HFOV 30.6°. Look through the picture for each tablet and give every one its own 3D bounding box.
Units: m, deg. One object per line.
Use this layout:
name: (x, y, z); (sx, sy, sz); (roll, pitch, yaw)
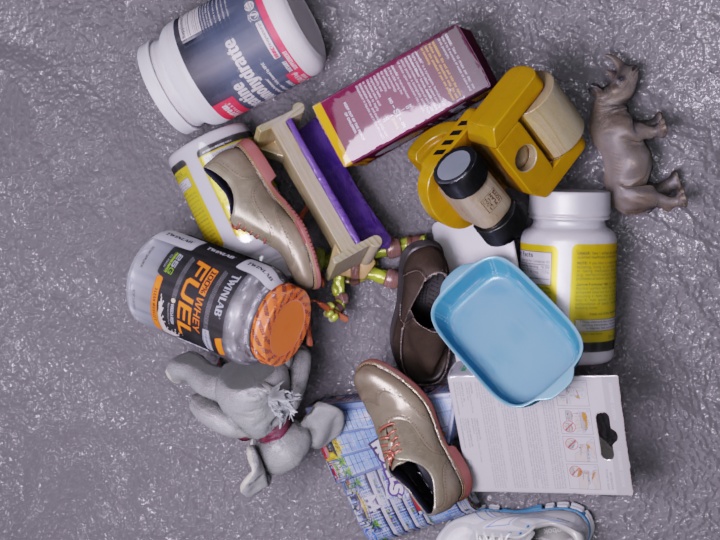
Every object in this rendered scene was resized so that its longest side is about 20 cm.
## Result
tablet: (0.145, 0.026, 1.579); (0.130, 0.014, 0.200); (-19, 77, 49)

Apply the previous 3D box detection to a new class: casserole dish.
casserole dish: (0.168, 0.073, 1.491); (0.121, 0.039, 0.200); (-42, 58, 1)

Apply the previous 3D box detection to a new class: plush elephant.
plush elephant: (-0.114, 0.175, 1.592); (0.165, 0.200, 0.155); (-25, 124, -19)

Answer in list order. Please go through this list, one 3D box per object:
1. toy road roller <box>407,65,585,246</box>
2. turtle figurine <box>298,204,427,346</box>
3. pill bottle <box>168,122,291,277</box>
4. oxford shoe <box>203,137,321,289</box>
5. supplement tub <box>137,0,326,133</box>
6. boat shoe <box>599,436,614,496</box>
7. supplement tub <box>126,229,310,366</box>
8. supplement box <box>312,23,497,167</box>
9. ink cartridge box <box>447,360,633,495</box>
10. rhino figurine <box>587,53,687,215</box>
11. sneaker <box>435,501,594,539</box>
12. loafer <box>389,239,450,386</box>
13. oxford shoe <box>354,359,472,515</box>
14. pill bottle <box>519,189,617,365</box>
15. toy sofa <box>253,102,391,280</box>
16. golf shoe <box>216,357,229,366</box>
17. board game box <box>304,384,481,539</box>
toy road roller: (0.145, -0.139, 1.520); (0.200, 0.146, 0.123); (-50, 127, -8)
turtle figurine: (0.000, 0.000, 1.635); (0.161, 0.064, 0.200); (4, 81, 3)
pill bottle: (-0.150, -0.073, 1.640); (0.111, 0.111, 0.200); (-25, 89, 14)
oxford shoe: (-0.116, -0.055, 1.557); (0.075, 0.070, 0.200); (-28, 80, -20)
supplement tub: (-0.155, -0.265, 1.609); (0.200, 0.140, 0.141); (-26, 89, 14)
boat shoe: (0.233, 0.223, 1.616); (0.200, 0.073, 0.062); (26, 143, 3)
supplement tub: (-0.166, 0.035, 1.550); (0.200, 0.122, 0.123); (19, 99, 27)
supplement box: (0.057, -0.208, 1.581); (0.200, 0.110, 0.086); (-28, 89, 14)
ink cartridge box: (0.211, 0.182, 1.531); (0.200, 0.050, 0.161); (-3, 113, 20)
rhino figurine: (0.317, -0.160, 1.552); (0.087, 0.060, 0.200); (-16, 90, 11)
sneaker: (0.184, 0.328, 1.613); (0.200, 0.087, 0.075); (-13, 93, 15)
loafer: (0.076, 0.064, 1.588); (0.073, 0.071, 0.200); (-10, 121, -9)
oxford shoe: (0.052, 0.194, 1.542); (0.200, 0.075, 0.070); (52, 130, 9)
pill bottle: (0.245, 0.005, 1.555); (0.114, 0.114, 0.200); (2, 96, 13)
toy sofa: (-0.041, -0.098, 1.570); (0.097, 0.083, 0.200); (-27, 80, -15)
golf shoe: (-0.155, 0.082, 1.682); (0.092, 0.073, 0.200); (-16, 99, -3)
board game box: (0.062, 0.223, 1.630); (0.200, 0.062, 0.200); (-23, 90, 23)
